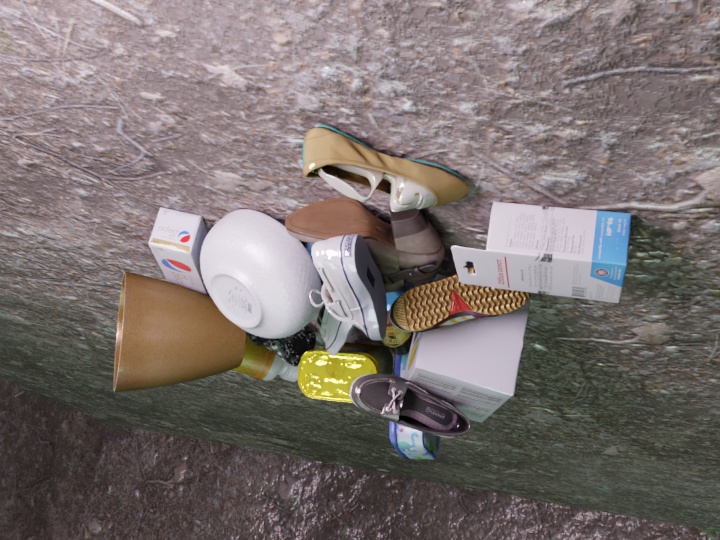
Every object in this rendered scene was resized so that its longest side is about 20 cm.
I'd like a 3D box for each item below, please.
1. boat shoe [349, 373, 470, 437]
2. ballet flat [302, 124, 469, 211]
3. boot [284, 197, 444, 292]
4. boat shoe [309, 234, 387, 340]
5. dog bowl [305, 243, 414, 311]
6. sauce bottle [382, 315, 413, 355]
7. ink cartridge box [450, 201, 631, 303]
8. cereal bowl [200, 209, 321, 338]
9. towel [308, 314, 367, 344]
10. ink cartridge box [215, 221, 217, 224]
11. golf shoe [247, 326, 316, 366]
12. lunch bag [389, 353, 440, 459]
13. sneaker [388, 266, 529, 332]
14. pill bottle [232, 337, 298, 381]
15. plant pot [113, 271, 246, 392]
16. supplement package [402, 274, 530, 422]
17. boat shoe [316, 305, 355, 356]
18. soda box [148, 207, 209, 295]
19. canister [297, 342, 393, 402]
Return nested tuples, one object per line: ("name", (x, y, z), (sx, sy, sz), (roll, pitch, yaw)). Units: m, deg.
("boat shoe", (0.078, 0.198, 1.164), (0.198, 0.068, 0.057), (23, 169, -27))
("ballet flat", (0.026, -0.098, 0.885), (0.197, 0.064, 0.069), (18, 159, -11))
("boot", (0.011, -0.025, 1.041), (0.196, 0.071, 0.147), (-1, 144, 10))
("boat shoe", (-0.022, 0.027, 1.008), (0.085, 0.076, 0.203), (-1, 149, 16))
("dog bowl", (0.000, 0.000, 1.162), (0.198, 0.050, 0.111), (28, 155, -33))
("sauce bottle", (0.058, 0.095, 1.339), (0.065, 0.067, 0.201), (7, 156, 15))
("ink cartridge box", (0.215, -0.023, 0.949), (0.197, 0.069, 0.116), (7, 157, 16))
("cereal bowl", (-0.156, 0.019, 1.132), (0.198, 0.083, 0.202), (22, 134, 25))
("towel", (-0.069, 0.084, 1.437), (0.198, 0.033, 0.190), (-11, 147, 45))
("ink cartridge box", (-0.188, -0.014, 1.264), (0.093, 0.038, 0.200), (15, 156, -2))
("golf shoe", (-0.153, 0.108, 1.430), (0.094, 0.078, 0.200), (29, 171, 35))
("lunch bag", (0.106, 0.247, 1.498), (0.081, 0.203, 0.161), (-1, 157, 15))
("sneaker", (0.135, 0.038, 1.106), (0.196, 0.076, 0.090), (-10, 176, -7))
("pill bottle", (-0.210, 0.153, 1.578), (0.197, 0.113, 0.111), (21, 157, -19))
("plant pot", (-0.290, 0.103, 1.281), (0.197, 0.190, 0.186), (4, 162, -20))
("supplement package", (0.156, 0.126, 1.232), (0.148, 0.154, 0.200), (15, 158, 1))
("boat shoe", (-0.039, 0.082, 1.310), (0.065, 0.074, 0.200), (36, 153, 4))
("soda box", (-0.276, -0.023, 1.251), (0.067, 0.065, 0.201), (12, 158, 2))
("canister", (-0.020, 0.186, 1.488), (0.146, 0.088, 0.200), (3, -179, 12))
